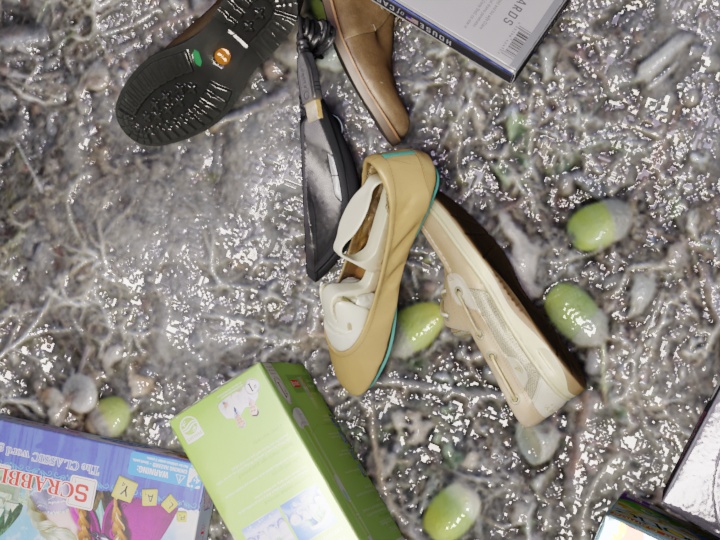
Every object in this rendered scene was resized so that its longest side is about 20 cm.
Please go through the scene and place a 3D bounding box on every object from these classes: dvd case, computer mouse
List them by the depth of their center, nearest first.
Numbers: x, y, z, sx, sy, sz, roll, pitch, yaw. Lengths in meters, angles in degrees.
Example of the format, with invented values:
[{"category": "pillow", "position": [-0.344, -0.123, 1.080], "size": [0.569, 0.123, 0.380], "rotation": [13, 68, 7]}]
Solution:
[{"category": "computer mouse", "position": [-0.023, -0.095, 1.293], "size": [0.045, 0.140, 0.203], "rotation": [-3, 86, -2]}, {"category": "dvd case", "position": [0.071, -0.251, 1.305], "size": [0.199, 0.025, 0.151], "rotation": [33, 71, 9]}]

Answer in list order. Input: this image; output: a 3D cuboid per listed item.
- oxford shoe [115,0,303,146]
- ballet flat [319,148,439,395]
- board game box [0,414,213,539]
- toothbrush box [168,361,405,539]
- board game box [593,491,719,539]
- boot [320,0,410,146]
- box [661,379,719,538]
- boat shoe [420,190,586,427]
[{"category": "oxford shoe", "position": [-0.113, -0.169, 1.350], "size": [0.199, 0.085, 0.073], "rotation": [-35, 105, 25]}, {"category": "ballet flat", "position": [0.000, 0.000, 1.293], "size": [0.069, 0.063, 0.202], "rotation": [38, 117, 49]}, {"category": "board game box", "position": [-0.225, 0.231, 1.361], "size": [0.198, 0.041, 0.202], "rotation": [10, 89, 12]}, {"category": "toothbrush box", "position": [-0.042, 0.174, 1.274], "size": [0.086, 0.146, 0.201], "rotation": [-33, 82, 7]}, {"category": "board game box", "position": [0.202, 0.229, 1.193], "size": [0.102, 0.200, 0.106], "rotation": [24, 92, 12]}, {"category": "boot", "position": [0.008, -0.196, 1.326], "size": [0.075, 0.074, 0.202], "rotation": [-20, 81, 0]}, {"category": "box", "position": [0.316, 0.108, 1.219], "size": [0.131, 0.115, 0.201], "rotation": [29, 93, 12]}, {"category": "boat shoe", "position": [0.089, 0.025, 1.294], "size": [0.065, 0.072, 0.201], "rotation": [-39, 78, 16]}]
